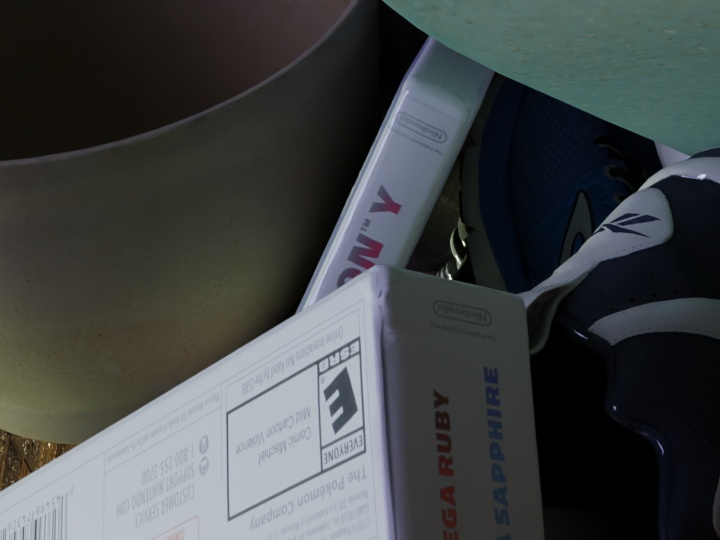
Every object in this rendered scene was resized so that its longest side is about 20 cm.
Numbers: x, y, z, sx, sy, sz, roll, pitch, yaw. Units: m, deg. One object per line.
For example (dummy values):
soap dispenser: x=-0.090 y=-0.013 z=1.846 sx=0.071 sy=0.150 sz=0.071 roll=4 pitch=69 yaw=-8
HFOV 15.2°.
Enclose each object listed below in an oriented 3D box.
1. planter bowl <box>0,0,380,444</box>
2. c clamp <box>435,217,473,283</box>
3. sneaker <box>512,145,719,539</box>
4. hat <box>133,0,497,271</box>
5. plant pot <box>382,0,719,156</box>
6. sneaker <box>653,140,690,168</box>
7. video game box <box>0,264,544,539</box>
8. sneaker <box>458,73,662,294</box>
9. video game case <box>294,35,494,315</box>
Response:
planter bowl: x=-0.084 y=-0.033 z=0.842 sx=0.201 sy=0.199 sz=0.135 roll=-116 pitch=14 yaw=-53
c clamp: x=0.002 y=0.040 z=0.963 sx=0.200 sy=0.027 sz=0.171 roll=-46 pitch=7 yaw=45
sneaker: x=0.082 y=0.080 z=0.608 sx=0.079 sy=0.129 sz=0.201 roll=-5 pitch=103 yaw=50
hat: x=-0.042 y=-0.049 z=0.968 sx=0.081 sy=0.200 sz=0.201 roll=-51 pitch=2 yaw=-32
plant pot: x=0.080 y=-0.140 z=0.559 sx=0.196 sy=0.199 sz=0.197 roll=-6 pitch=77 yaw=51
sneaker: x=0.104 y=-0.013 z=0.720 sx=0.200 sy=0.072 sz=0.085 roll=-114 pitch=37 yaw=-49
video game box: x=-0.030 y=0.118 z=0.595 sx=0.200 sy=0.047 sz=0.184 roll=-31 pitch=54 yaw=49
sneaker: x=0.083 y=0.008 z=0.796 sx=0.089 sy=0.078 sz=0.201 roll=-24 pitch=54 yaw=41
video game case: x=0.000 y=0.000 z=0.806 sx=0.200 sy=0.023 sz=0.183 roll=-65 pitch=0 yaw=-69
